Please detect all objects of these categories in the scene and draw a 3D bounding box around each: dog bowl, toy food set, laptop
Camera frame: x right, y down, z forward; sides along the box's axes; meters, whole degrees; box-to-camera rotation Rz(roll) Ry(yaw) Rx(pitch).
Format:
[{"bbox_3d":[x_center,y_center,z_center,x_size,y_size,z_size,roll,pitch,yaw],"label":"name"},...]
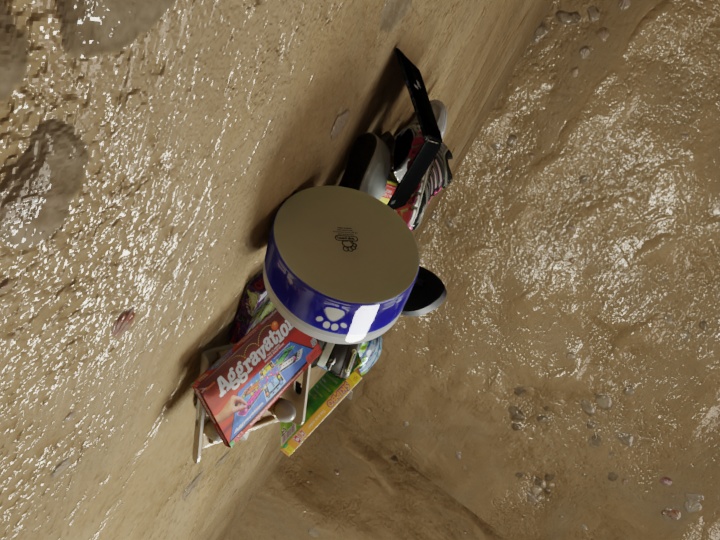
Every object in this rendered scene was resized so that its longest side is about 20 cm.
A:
[{"bbox_3d":[-0.024,-0.013,0.712,0.201,0.197,0.080,-49,168,-43],"label":"dog bowl"},{"bbox_3d":[-0.151,0.180,0.802,0.197,0.059,0.148,-5,106,-51],"label":"toy food set"},{"bbox_3d":[0.065,-0.210,0.861,0.101,0.205,0.177,-18,-175,17],"label":"laptop"}]

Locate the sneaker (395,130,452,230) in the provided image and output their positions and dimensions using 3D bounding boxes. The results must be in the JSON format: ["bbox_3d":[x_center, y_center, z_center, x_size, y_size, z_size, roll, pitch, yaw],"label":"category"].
[{"bbox_3d":[0.124,-0.158,1.014,0.073,0.086,0.205,-15,-126,55],"label":"sneaker"}]

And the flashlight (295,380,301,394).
[{"bbox_3d":[-0.162,0.242,1.016,0.198,0.066,0.070,-19,-114,53],"label":"flashlight"}]

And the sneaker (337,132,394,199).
[{"bbox_3d":[-0.002,-0.102,0.856,0.084,0.072,0.204,22,97,-54],"label":"sneaker"}]

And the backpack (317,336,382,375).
[{"bbox_3d":[-0.051,0.127,1.104,0.165,0.198,0.154,-53,171,-15],"label":"backpack"}]

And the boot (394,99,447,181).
[{"bbox_3d":[0.111,-0.262,1.091,0.204,0.072,0.096,-64,165,-5],"label":"boot"}]

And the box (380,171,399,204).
[{"bbox_3d":[-0.009,-0.084,0.968,0.203,0.074,0.051,-61,-148,26],"label":"box"}]

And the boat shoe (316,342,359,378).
[{"bbox_3d":[0.001,0.070,0.882,0.205,0.059,0.072,-62,-177,-2],"label":"boat shoe"}]

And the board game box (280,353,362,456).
[{"bbox_3d":[-0.066,0.219,0.959,0.201,0.030,0.096,-50,-165,4],"label":"board game box"}]

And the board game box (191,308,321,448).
[{"bbox_3d":[-0.136,0.134,0.771,0.200,0.019,0.105,-44,122,-39],"label":"board game box"}]

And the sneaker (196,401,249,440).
[{"bbox_3d":[-0.207,0.202,0.907,0.202,0.073,0.107,91,16,-61],"label":"sneaker"}]

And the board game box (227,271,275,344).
[{"bbox_3d":[-0.124,0.022,0.856,0.200,0.032,0.122,-48,165,-53],"label":"board game box"}]

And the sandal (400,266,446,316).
[{"bbox_3d":[0.035,0.003,0.811,0.077,0.197,0.043,-51,147,-17],"label":"sandal"}]

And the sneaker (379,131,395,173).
[{"bbox_3d":[0.040,-0.160,1.006,0.071,0.075,0.202,-51,170,-36],"label":"sneaker"}]

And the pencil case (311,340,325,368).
[{"bbox_3d":[-0.091,0.135,0.990,0.197,0.085,0.090,-26,161,32],"label":"pencil case"}]
